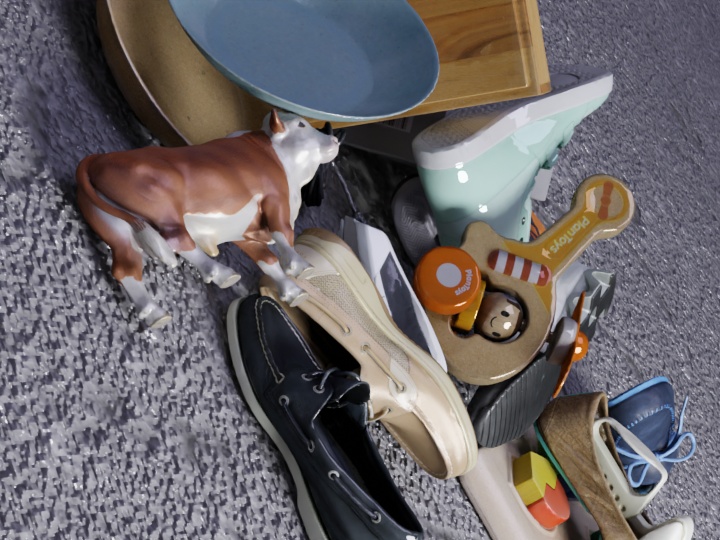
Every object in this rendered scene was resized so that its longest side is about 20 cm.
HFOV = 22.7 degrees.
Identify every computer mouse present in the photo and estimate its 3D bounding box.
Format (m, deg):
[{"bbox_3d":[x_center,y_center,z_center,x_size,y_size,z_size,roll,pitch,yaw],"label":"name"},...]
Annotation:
[{"bbox_3d":[0.000,0.000,1.255,0.201,0.044,0.110,64,-16,3],"label":"computer mouse"}]

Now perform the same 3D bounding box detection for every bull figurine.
[{"bbox_3d":[-0.084,-0.038,1.108,0.199,0.065,0.122,-11,65,-42],"label":"bull figurine"}]

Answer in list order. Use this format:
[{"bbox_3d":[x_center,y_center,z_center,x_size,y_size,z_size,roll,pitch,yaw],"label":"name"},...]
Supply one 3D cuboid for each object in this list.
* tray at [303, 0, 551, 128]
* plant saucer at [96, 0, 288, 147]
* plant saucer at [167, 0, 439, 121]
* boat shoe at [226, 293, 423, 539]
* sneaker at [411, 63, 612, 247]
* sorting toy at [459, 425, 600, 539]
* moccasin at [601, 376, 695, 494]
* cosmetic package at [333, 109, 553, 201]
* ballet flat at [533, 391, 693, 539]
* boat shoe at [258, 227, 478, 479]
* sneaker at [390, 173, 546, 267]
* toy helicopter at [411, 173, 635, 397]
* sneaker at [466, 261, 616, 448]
[{"bbox_3d":[0.033,-0.163,1.314,0.037,0.199,0.099,-28,109,-66],"label":"tray"},{"bbox_3d":[-0.118,-0.144,1.224,0.200,0.035,0.201,41,34,-36],"label":"plant saucer"},{"bbox_3d":[-0.044,-0.159,1.229,0.200,0.039,0.202,17,40,-15],"label":"plant saucer"},{"bbox_3d":[-0.019,0.094,1.111,0.074,0.066,0.200,12,51,-56],"label":"boat shoe"},{"bbox_3d":[0.122,-0.080,1.375,0.200,0.073,0.119,-31,122,-33],"label":"sneaker"},{"bbox_3d":[0.162,0.197,1.364,0.186,0.036,0.200,61,25,5],"label":"sorting toy"},{"bbox_3d":[0.232,0.137,1.445,0.200,0.080,0.069,59,7,-71],"label":"moccasin"},{"bbox_3d":[0.075,-0.118,1.458,0.200,0.106,0.091,5,100,-59],"label":"cosmetic package"},{"bbox_3d":[0.203,0.178,1.341,0.068,0.072,0.201,4,58,-64],"label":"ballet flat"},{"bbox_3d":[0.003,0.068,1.196,0.065,0.071,0.200,-44,105,-30],"label":"boat shoe"},{"bbox_3d":[0.092,-0.029,1.468,0.200,0.078,0.112,38,17,-29],"label":"sneaker"},{"bbox_3d":[0.132,0.007,1.290,0.132,0.200,0.079,44,-22,11],"label":"toy helicopter"},{"bbox_3d":[0.113,0.056,1.355,0.088,0.074,0.200,24,42,19],"label":"sneaker"}]
